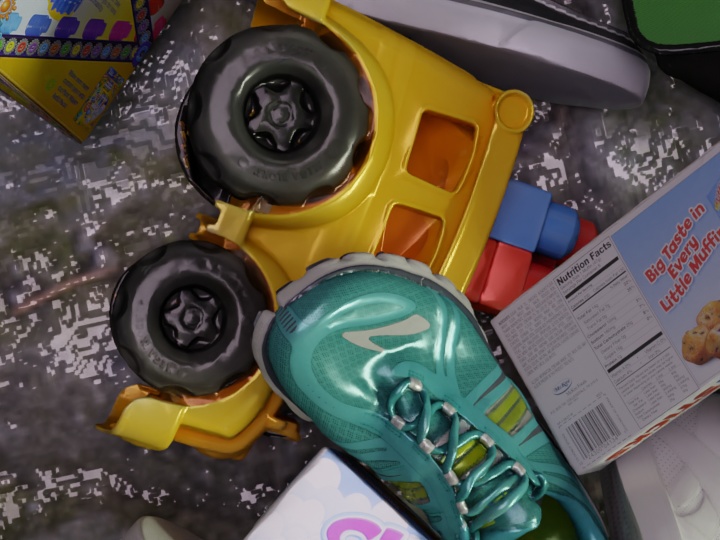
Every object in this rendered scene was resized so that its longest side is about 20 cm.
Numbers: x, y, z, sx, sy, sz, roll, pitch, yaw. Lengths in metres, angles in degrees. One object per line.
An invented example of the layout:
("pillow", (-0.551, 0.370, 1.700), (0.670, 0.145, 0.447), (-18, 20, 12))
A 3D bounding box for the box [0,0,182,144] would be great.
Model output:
("box", (-0.158, -0.198, 0.792), (0.199, 0.122, 0.193), (32, 85, 19))

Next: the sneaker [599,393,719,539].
("sneaker", (0.159, 0.110, 0.721), (0.115, 0.201, 0.074), (-1, 125, 1))

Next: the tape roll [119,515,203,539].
("tape roll", (-0.021, 0.173, 0.707), (0.203, 0.203, 0.037), (41, 89, 8))

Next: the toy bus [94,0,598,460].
("toy bus", (0.000, 0.000, 0.776), (0.191, 0.136, 0.201), (22, 86, -9))

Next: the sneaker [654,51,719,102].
("sneaker", (0.215, -0.051, 0.789), (0.199, 0.076, 0.091), (23, 94, 11))

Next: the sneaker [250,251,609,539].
("sneaker", (0.039, 0.066, 0.703), (0.077, 0.080, 0.200), (-44, 124, 5))

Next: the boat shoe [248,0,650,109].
("boat shoe", (0.035, -0.124, 0.811), (0.199, 0.069, 0.057), (19, 83, 8))

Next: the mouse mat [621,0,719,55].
("mouse mat", (0.205, -0.156, 0.793), (0.198, 0.008, 0.162), (-4, 50, 3))

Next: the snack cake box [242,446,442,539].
("snack cake box", (0.043, 0.162, 0.747), (0.200, 0.115, 0.067), (41, 89, 7))

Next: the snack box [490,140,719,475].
("snack box", (0.137, -0.005, 0.681), (0.200, 0.024, 0.072), (-40, 69, 32))
